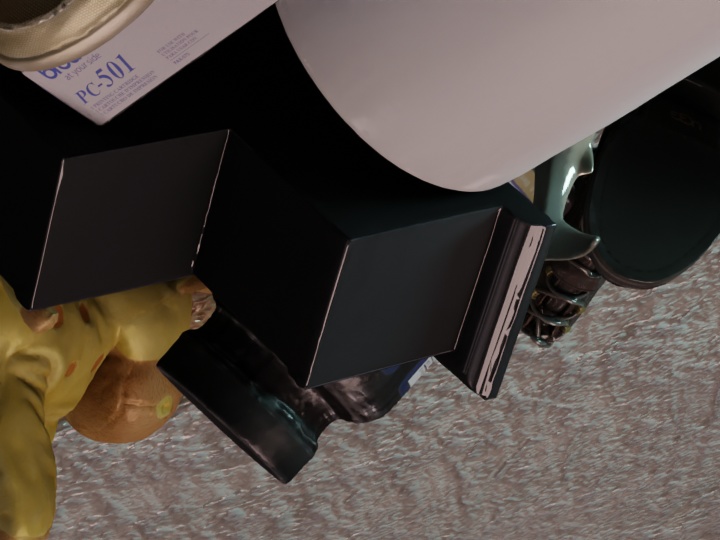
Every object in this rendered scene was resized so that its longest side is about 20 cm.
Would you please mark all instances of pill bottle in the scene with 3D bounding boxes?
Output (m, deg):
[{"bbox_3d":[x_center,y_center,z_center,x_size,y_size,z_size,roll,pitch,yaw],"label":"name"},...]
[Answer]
[{"bbox_3d":[0.000,0.000,1.264,0.200,0.112,0.112,-47,158,-7],"label":"pill bottle"}]

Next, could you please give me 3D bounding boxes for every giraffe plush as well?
[{"bbox_3d":[-0.153,0.036,1.325,0.162,0.172,0.201,-10,123,-46],"label":"giraffe plush"}]

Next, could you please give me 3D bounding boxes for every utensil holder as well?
[{"bbox_3d":[0.085,-0.143,1.031,0.170,0.171,0.200,7,149,-46],"label":"utensil holder"}]

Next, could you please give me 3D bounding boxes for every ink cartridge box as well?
[{"bbox_3d":[-0.045,-0.140,1.000,0.044,0.094,0.200,34,136,-27],"label":"ink cartridge box"}]

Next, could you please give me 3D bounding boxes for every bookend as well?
[{"bbox_3d":[-0.063,-0.021,1.095,0.198,0.200,0.092,-13,133,-39],"label":"bookend"}]

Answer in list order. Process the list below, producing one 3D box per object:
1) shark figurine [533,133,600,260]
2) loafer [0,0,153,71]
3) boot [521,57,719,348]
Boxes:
[{"bbox_3d":[0.083,-0.103,1.196,0.089,0.215,0.128,17,-175,-1],"label":"shark figurine"},{"bbox_3d":[-0.082,-0.162,0.940,0.200,0.076,0.068,-53,140,8],"label":"loafer"},{"bbox_3d":[0.126,-0.017,1.344,0.069,0.200,0.174,29,134,-3],"label":"boot"}]
